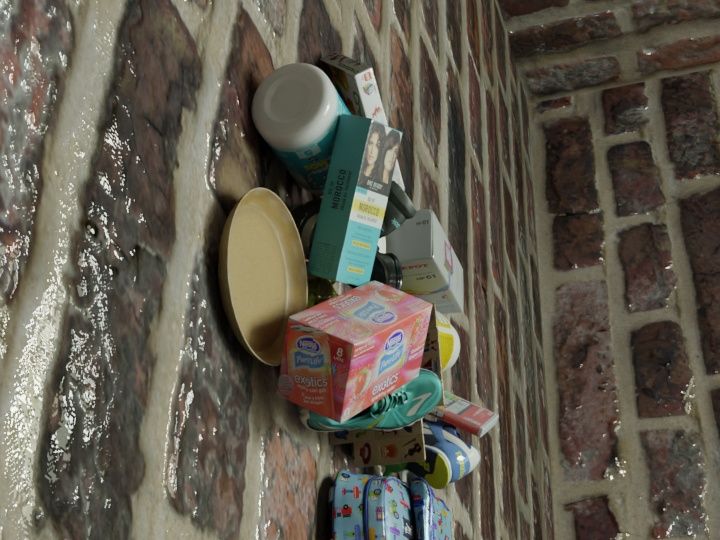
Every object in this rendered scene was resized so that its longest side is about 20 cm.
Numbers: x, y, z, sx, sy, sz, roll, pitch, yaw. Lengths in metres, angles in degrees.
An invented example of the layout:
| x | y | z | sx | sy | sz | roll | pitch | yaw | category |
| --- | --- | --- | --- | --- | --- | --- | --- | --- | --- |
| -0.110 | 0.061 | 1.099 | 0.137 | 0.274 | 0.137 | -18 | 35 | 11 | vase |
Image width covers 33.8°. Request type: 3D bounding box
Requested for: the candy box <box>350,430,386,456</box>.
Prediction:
| x | y | z | sx | sy | sz | roll | pitch | yaw | category |
| --- | --- | --- | --- | --- | --- | --- | --- | --- | --- |
| 0.021 | 0.151 | 1.643 | 0.117 | 0.055 | 0.204 | 144 | -57 | -66 | candy box |

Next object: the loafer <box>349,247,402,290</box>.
| x | y | z | sx | sy | sz | roll | pitch | yaw | category |
| --- | --- | --- | --- | --- | --- | --- | --- | --- | --- |
| 0.000 | 0.000 | 1.593 | 0.200 | 0.071 | 0.074 | -144 | -112 | -66 | loafer |

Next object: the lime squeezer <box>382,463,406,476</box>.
| x | y | z | sx | sy | sz | roll | pitch | yaw | category |
| --- | --- | --- | --- | --- | --- | --- | --- | --- | --- |
| 0.051 | 0.245 | 1.715 | 0.071 | 0.037 | 0.203 | -85 | 177 | -61 | lime squeezer |

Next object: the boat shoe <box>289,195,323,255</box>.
| x | y | z | sx | sy | sz | roll | pitch | yaw | category |
| --- | --- | --- | --- | --- | --- | --- | --- | --- | --- |
| -0.036 | -0.068 | 1.551 | 0.200 | 0.060 | 0.073 | -21 | 122 | -58 | boat shoe |

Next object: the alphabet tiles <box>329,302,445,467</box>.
| x | y | z | sx | sy | sz | roll | pitch | yaw | category |
| --- | --- | --- | --- | --- | --- | --- | --- | --- | --- |
| 0.031 | 0.155 | 1.571 | 0.008 | 0.164 | 0.204 | 26 | 57 | -67 | alphabet tiles |

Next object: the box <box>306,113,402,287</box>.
| x | y | z | sx | sy | sz | roll | pitch | yaw | category |
| --- | --- | --- | --- | --- | --- | --- | --- | --- | --- |
| -0.007 | -0.085 | 1.477 | 0.082 | 0.048 | 0.204 | 12 | 91 | -58 | box |

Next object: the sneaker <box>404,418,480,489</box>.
| x | y | z | sx | sy | sz | roll | pitch | yaw | category |
| --- | --- | --- | --- | --- | --- | --- | --- | --- | --- |
| 0.098 | 0.255 | 1.741 | 0.199 | 0.081 | 0.075 | 33 | -48 | 53 | sneaker |

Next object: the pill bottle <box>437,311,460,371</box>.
| x | y | z | sx | sy | sz | roll | pitch | yaw | category |
| --- | --- | --- | --- | --- | --- | --- | --- | --- | --- |
| 0.077 | 0.109 | 1.804 | 0.199 | 0.111 | 0.115 | 17 | 66 | -61 | pill bottle |

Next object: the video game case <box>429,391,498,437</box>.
| x | y | z | sx | sy | sz | roll | pitch | yaw | category |
| --- | --- | --- | --- | --- | --- | --- | --- | --- | --- |
| 0.106 | 0.195 | 1.790 | 0.018 | 0.197 | 0.143 | -69 | 165 | 7 | video game case |

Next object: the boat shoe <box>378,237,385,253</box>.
| x | y | z | sx | sy | sz | roll | pitch | yaw | category |
| --- | --- | --- | --- | --- | --- | --- | --- | --- | --- |
| -0.012 | -0.086 | 1.731 | 0.069 | 0.070 | 0.203 | 49 | 27 | -61 | boat shoe |

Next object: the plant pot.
| x | y | z | sx | sy | sz | roll | pitch | yaw | category |
| --- | --- | --- | --- | --- | --- | --- | --- | --- | --- |
| -0.114 | 0.008 | 1.357 | 0.199 | 0.027 | 0.204 | -7 | 90 | -67 | plant pot |

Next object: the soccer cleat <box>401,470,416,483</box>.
| x | y | z | sx | sy | sz | roll | pitch | yaw | category |
| --- | --- | --- | --- | --- | --- | --- | --- | --- | --- |
| 0.075 | 0.376 | 1.811 | 0.200 | 0.068 | 0.086 | -60 | 130 | -70 | soccer cleat |

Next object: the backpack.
| x | y | z | sx | sy | sz | roll | pitch | yaw | category |
| --- | --- | --- | --- | --- | --- | --- | --- | --- | --- |
| 0.034 | 0.351 | 1.550 | 0.201 | 0.132 | 0.185 | 56 | 29 | -51 | backpack |

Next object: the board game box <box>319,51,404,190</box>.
| x | y | z | sx | sy | sz | roll | pitch | yaw | category |
| --- | --- | --- | --- | --- | --- | --- | --- | --- | --- |
| 0.003 | -0.220 | 1.786 | 0.126 | 0.034 | 0.203 | 37 | -31 | 57 | board game box |

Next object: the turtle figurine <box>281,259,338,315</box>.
| x | y | z | sx | sy | sz | roll | pitch | yaw | category |
| --- | --- | --- | --- | --- | --- | --- | --- | --- | --- |
| -0.047 | 0.047 | 1.535 | 0.201 | 0.063 | 0.164 | -68 | 146 | -61 | turtle figurine |

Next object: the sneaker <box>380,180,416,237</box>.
| x | y | z | sx | sy | sz | roll | pitch | yaw | category |
| --- | --- | --- | --- | --- | --- | --- | --- | --- | --- |
| -0.010 | -0.129 | 1.670 | 0.200 | 0.079 | 0.075 | 48 | 3 | 23 | sneaker |

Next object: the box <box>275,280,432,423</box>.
| x | y | z | sx | sy | sz | roll | pitch | yaw | category |
| --- | --- | --- | --- | --- | --- | --- | --- | --- | --- |
| -0.004 | 0.092 | 1.412 | 0.199 | 0.093 | 0.104 | -21 | 126 | -58 | box |

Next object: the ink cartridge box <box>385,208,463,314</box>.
| x | y | z | sx | sy | sz | roll | pitch | yaw | category |
| --- | --- | --- | --- | --- | --- | --- | --- | --- | --- |
| 0.069 | -0.005 | 1.825 | 0.200 | 0.142 | 0.086 | 56 | 31 | -57 | ink cartridge box |

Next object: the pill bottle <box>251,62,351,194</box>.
| x | y | z | sx | sy | sz | roll | pitch | yaw | category |
| --- | --- | --- | --- | --- | --- | --- | --- | --- | --- |
| -0.057 | -0.171 | 1.530 | 0.200 | 0.109 | 0.113 | 51 | 34 | -60 | pill bottle |

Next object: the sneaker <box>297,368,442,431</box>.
| x | y | z | sx | sy | sz | roll | pitch | yaw | category |
| --- | --- | --- | --- | --- | --- | --- | --- | --- | --- |
| 0.020 | 0.168 | 1.486 | 0.079 | 0.197 | 0.079 | -18 | -98 | 65 | sneaker |
